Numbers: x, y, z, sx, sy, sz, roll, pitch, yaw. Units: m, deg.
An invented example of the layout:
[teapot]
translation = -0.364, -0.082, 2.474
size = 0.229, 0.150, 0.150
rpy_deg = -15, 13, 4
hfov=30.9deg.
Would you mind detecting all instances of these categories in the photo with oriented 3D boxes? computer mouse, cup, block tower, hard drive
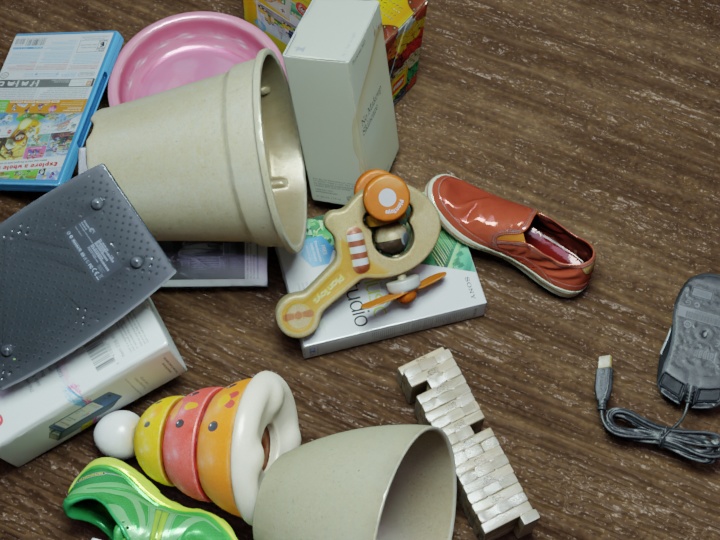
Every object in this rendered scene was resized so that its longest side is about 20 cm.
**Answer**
[computer mouse]
translation = 0.314, 0.095, 1.335
size = 0.140, 0.046, 0.201
rpy_deg = 10, 70, 8
[cup]
translation = -0.013, 0.230, 1.192
size = 0.143, 0.200, 0.201
rpy_deg = 8, 64, 25
[block tower]
translation = 0.103, 0.173, 1.284
size = 0.058, 0.054, 0.200
rpy_deg = -25, 68, -11
[hard drive]
translation = -0.283, 0.005, 1.212
size = 0.200, 0.042, 0.135
rpy_deg = -34, 94, 4

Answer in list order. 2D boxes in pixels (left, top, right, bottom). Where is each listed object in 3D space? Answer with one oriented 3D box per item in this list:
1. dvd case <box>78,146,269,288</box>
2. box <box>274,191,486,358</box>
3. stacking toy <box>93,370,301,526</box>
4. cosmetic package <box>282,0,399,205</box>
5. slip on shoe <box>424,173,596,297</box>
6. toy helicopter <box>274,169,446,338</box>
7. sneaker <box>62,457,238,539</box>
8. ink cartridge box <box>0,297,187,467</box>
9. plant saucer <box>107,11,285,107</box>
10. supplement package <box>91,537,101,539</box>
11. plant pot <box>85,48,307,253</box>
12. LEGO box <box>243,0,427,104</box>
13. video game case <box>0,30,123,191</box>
[dvd case]
translation = -0.197, -0.056, 1.371
size = 0.199, 0.025, 0.151
rpy_deg = -1, 87, -2
[box]
translation = 0.018, 0.000, 1.372
size = 0.199, 0.036, 0.145
rpy_deg = -13, 66, -9
[stacking toy]
translation = -0.169, 0.168, 1.257
size = 0.199, 0.146, 0.146
rpy_deg = 1, 64, 17
[cosmetic package]
translation = -0.016, -0.172, 1.347
size = 0.073, 0.200, 0.104
rpy_deg = 10, 51, 17
[slip on shoe]
translation = 0.160, -0.046, 1.363
size = 0.200, 0.061, 0.074
rpy_deg = 32, 50, 2
[toy helicopter]
translation = 0.000, 0.000, 1.314
size = 0.200, 0.079, 0.132
rpy_deg = -42, 102, -1
[sneaker]
translation = -0.194, 0.253, 1.222
size = 0.200, 0.074, 0.084
rpy_deg = 25, 40, 18
[ink cartridge box]
translation = -0.296, 0.079, 1.287
size = 0.200, 0.088, 0.145
rpy_deg = -30, 68, -6
[plant saucer]
translation = -0.178, -0.194, 1.449
size = 0.200, 0.051, 0.201
rpy_deg = 1, 66, -2
[supplement package]
translation = -0.150, 0.330, 1.150
size = 0.199, 0.156, 0.111
rpy_deg = 13, 66, 4
[plant pot]
translation = -0.162, -0.104, 1.282
size = 0.183, 0.201, 0.201
rpy_deg = -8, 65, 8
[LEGO box]
translation = -0.032, -0.280, 1.437
size = 0.200, 0.149, 0.077
rpy_deg = 36, 67, 14
[video game case]
translation = -0.352, -0.176, 1.427
size = 0.143, 0.018, 0.200
rpy_deg = 3, 63, 24
